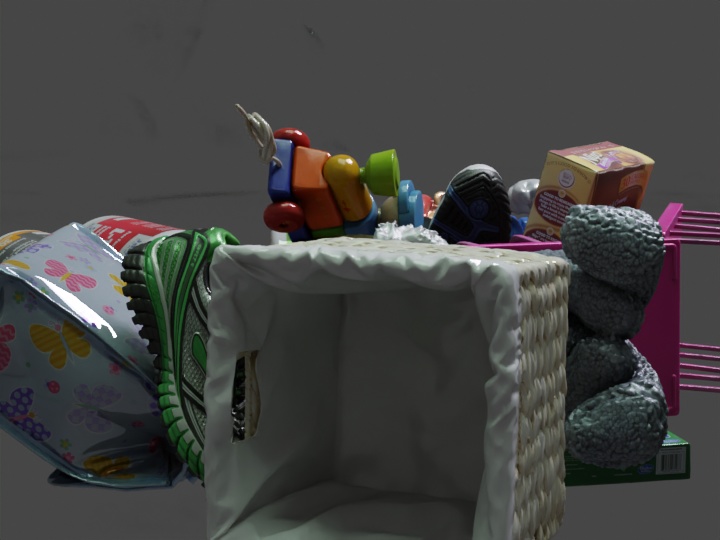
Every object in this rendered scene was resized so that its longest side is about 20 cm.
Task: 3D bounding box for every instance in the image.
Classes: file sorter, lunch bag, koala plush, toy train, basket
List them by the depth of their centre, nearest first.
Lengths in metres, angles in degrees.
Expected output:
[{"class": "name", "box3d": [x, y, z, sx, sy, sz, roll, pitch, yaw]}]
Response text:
[{"class": "basket", "box3d": [0.024, 0.080, 1.270, 0.198, 0.200, 0.161, 4, 8, 24]}, {"class": "koala plush", "box3d": [0.099, 0.048, 1.434, 0.198, 0.179, 0.184, -1, -2, -6]}, {"class": "lunch bag", "box3d": [-0.186, 0.077, 1.482, 0.199, 0.128, 0.170, 34, 17, 1]}, {"class": "toy train", "box3d": [-0.020, -0.077, 1.630, 0.115, 0.085, 0.200, -4, -29, 11]}, {"class": "file sorter", "box3d": [0.141, 0.043, 1.650, 0.198, 0.140, 0.125, -2, 6, -16]}, {"class": "file sorter", "box3d": [0.322, 0.025, 1.805, 0.124, 0.140, 0.200, 4, 10, 13]}]

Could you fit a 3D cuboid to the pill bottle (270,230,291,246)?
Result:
[{"class": "pill bottle", "box3d": [0.013, 0.014, 1.938, 0.198, 0.112, 0.111, 0, 9, -4]}]

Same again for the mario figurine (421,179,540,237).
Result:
[{"class": "mario figurine", "box3d": [0.116, -0.014, 1.852, 0.198, 0.125, 0.106, 6, -20, -15]}]

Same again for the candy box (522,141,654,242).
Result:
[{"class": "candy box", "box3d": [0.183, -0.008, 1.792, 0.056, 0.202, 0.116, 24, 20, 28]}]

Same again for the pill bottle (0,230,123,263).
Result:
[{"class": "pill bottle", "box3d": [-0.239, 0.033, 1.679, 0.116, 0.117, 0.199, -5, 10, -33]}]

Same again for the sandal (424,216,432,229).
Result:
[{"class": "sandal", "box3d": [-0.001, 0.000, 1.732, 0.075, 0.048, 0.201, 5, 35, 30]}]

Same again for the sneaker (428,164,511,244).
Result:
[{"class": "sneaker", "box3d": [0.085, -0.006, 1.755, 0.075, 0.201, 0.077, 6, 32, -5]}]

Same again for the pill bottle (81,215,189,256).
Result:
[{"class": "pill bottle", "box3d": [-0.179, 0.016, 1.795, 0.112, 0.113, 0.199, -6, 10, -33]}]

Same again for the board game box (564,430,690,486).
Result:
[{"class": "board game box", "box3d": [0.123, 0.129, 1.496, 0.198, 0.029, 0.135, -2, 10, -15]}]

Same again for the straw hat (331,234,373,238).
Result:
[{"class": "straw hat", "box3d": [-0.014, 0.076, 1.602, 0.200, 0.202, 0.085, 8, -32, 41]}]

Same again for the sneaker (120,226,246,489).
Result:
[{"class": "sneaker", "box3d": [-0.094, 0.065, 1.380, 0.085, 0.201, 0.078, -22, -8, 18]}]
